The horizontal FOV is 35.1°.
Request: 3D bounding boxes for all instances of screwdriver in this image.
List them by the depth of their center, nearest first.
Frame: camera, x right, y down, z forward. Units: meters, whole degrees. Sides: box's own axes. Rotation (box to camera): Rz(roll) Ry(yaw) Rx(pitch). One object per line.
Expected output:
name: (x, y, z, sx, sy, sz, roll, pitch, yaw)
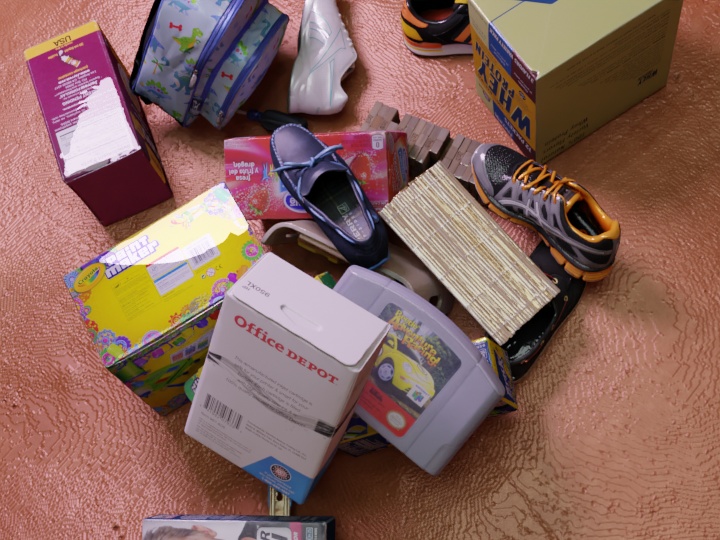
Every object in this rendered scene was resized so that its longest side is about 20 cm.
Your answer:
screwdriver: (-0.158, -0.200, 1.438, 0.198, 0.028, 0.029, 14, 42, 16)

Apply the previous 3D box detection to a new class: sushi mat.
sushi mat: (0.118, -0.021, 1.235, 0.096, 0.012, 0.200, -41, 83, -13)

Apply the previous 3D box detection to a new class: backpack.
backpack: (-0.171, -0.286, 1.367, 0.146, 0.200, 0.184, 29, 56, -2)

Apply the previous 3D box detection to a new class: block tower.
block tower: (0.097, -0.134, 1.354, 0.198, 0.054, 0.058, 26, 75, 17)

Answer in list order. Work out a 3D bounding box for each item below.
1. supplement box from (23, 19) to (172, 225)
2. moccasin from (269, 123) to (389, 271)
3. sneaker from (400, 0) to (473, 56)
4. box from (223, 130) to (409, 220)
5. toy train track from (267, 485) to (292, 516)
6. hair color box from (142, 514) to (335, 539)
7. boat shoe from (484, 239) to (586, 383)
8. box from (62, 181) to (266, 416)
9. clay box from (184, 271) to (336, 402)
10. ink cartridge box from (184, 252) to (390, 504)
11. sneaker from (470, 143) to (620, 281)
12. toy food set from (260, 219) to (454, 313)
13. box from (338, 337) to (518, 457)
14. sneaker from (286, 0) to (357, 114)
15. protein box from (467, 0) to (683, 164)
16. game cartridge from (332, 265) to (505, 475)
supplement box: (-0.321, -0.180, 1.398, 0.102, 0.131, 0.202, -22, 67, -1)
moccasin: (-0.030, -0.091, 1.198, 0.080, 0.068, 0.200, -38, 65, -9)
sneaker: (0.146, -0.316, 1.400, 0.197, 0.090, 0.071, -6, 67, 7)
box: (-0.048, -0.110, 1.315, 0.197, 0.100, 0.097, -1, 97, 17)
toy train track: (-0.086, 0.201, 1.260, 0.113, 0.033, 0.203, -3, 75, 11)
hair color box: (-0.127, 0.309, 1.194, 0.197, 0.061, 0.101, -2, 83, 9)
boat shoe: (0.201, 0.029, 1.268, 0.073, 0.063, 0.203, 26, 73, 19)
box: (-0.186, 0.038, 1.254, 0.199, 0.193, 0.123, -31, 66, -5)
clay box: (-0.082, 0.107, 1.211, 0.199, 0.048, 0.115, -37, 87, 16)
ink cartridge box: (-0.073, 0.106, 1.102, 0.144, 0.201, 0.084, 30, 40, 9)
sneaker: (0.208, -0.078, 1.250, 0.199, 0.077, 0.078, 40, 63, 11)
toy food set: (0.000, 0.000, 1.273, 0.198, 0.143, 0.061, 26, 103, 18)
box: (0.062, 0.136, 1.212, 0.198, 0.064, 0.071, -19, 65, 22)
sneaker: (-0.043, -0.284, 1.438, 0.079, 0.071, 0.203, 8, 72, -4)
protein box: (0.242, -0.261, 1.302, 0.197, 0.200, 0.136, -32, 67, -5)
game cartridge: (0.039, 0.094, 1.138, 0.199, 0.041, 0.134, 38, 104, 4)
